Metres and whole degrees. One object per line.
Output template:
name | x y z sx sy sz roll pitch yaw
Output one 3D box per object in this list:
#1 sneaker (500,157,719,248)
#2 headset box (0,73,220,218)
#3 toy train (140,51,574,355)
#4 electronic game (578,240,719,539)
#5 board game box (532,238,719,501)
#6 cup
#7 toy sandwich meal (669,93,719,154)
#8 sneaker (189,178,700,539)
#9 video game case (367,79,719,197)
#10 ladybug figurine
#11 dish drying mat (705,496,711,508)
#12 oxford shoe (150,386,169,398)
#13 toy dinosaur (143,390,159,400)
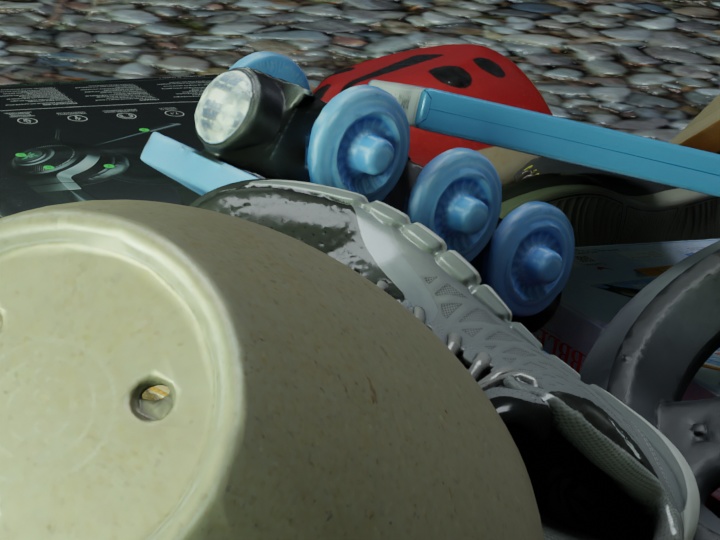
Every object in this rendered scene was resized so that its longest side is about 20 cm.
sneaker | 0.086 -0.014 1.102 0.106 0.075 0.200 16 13 40
headset box | -0.099 -0.012 1.004 0.174 0.093 0.200 -6 23 -28
toy train | 0.000 0.000 0.875 0.087 0.115 0.200 23 -5 45
electronic game | 0.169 0.052 0.816 0.199 0.042 0.200 -11 44 10
board game box | 0.178 0.039 0.976 0.199 0.041 0.199 -3 22 -34
cup | -0.060 0.062 0.591 0.200 0.201 0.143 11 -22 17
toy sandwich meal | 0.235 -0.099 1.228 0.070 0.205 0.205 47 17 -11
sneaker | 0.023 0.032 0.730 0.200 0.075 0.115 32 2 4
video game case | 0.081 -0.056 0.985 0.143 0.018 0.200 12 4 -7
ladybug figurine | 0.028 -0.072 1.208 0.135 0.072 0.200 1 15 27
dish drying mat | 0.088 0.096 0.861 0.077 0.018 0.200 12 19 9
oxford shoe | -0.034 0.098 0.783 0.073 0.072 0.200 -32 33 -25
toy dinosaur | -0.083 0.085 0.754 0.058 0.200 0.101 11 52 -46
